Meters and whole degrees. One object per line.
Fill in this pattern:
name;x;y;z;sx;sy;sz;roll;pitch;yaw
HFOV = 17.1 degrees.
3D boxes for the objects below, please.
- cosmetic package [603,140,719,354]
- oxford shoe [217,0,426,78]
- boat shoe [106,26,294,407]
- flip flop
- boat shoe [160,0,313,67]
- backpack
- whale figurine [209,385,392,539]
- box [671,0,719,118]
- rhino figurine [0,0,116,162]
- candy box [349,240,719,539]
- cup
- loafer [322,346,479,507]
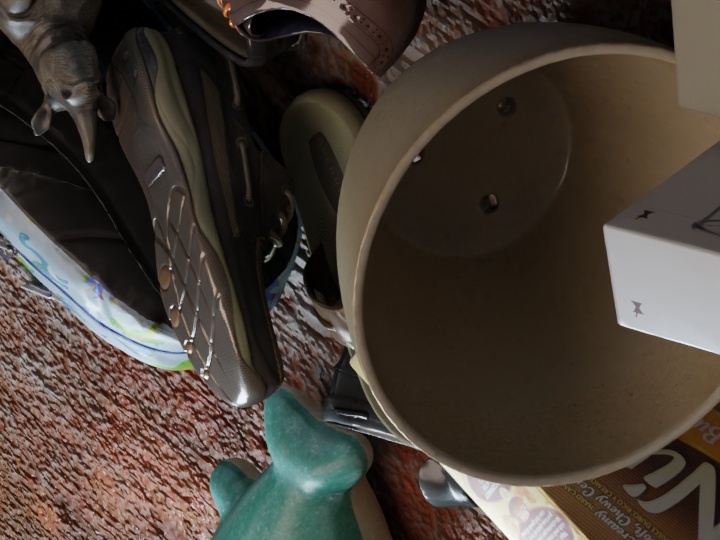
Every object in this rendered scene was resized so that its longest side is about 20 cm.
cosmetic package;0.215;-0.011;0.898;0.199;0.151;0.052;16;131;42
oxford shoe;-0.060;-0.154;1.135;0.199;0.073;0.071;24;180;22
boat shoe;-0.067;-0.033;1.211;0.074;0.073;0.202;-30;75;64
flip flop;0.000;0.000;1.208;0.081;0.057;0.201;-32;73;39
boat shoe;-0.100;-0.171;1.223;0.200;0.060;0.074;40;149;22
backpack;-0.123;-0.042;1.296;0.200;0.163;0.154;38;152;11
whale figurine;-0.039;0.165;1.399;0.159;0.104;0.201;34;141;28
box;0.160;-0.157;0.904;0.068;0.082;0.201;20;134;38
rhino figurine;-0.159;-0.146;1.208;0.088;0.059;0.201;123;132;-64
candy box;0.104;0.075;1.137;0.200;0.115;0.055;48;146;10
cup;0.070;-0.027;1.053;0.143;0.199;0.202;-128;21;-60
loafer;0.062;0.094;1.234;0.200;0.071;0.068;30;-179;36
